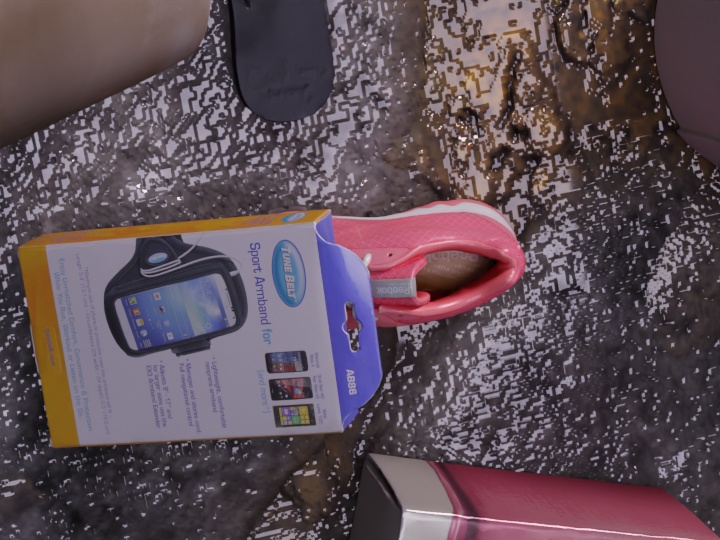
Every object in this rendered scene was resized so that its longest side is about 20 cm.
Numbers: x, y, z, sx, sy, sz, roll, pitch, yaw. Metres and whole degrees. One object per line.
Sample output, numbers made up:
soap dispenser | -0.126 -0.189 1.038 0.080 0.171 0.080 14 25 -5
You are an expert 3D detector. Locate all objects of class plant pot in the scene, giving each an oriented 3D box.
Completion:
plant pot | -0.178 -0.155 0.940 0.173 0.200 0.201 -14 104 -25

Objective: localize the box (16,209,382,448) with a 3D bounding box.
box | -0.085 0.033 1.018 0.199 0.041 0.120 -4 103 13

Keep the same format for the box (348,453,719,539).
box | 0.096 0.193 1.089 0.199 0.109 0.129 7 99 -13

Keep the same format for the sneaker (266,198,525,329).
sneaker | 0.000 0.000 1.044 0.199 0.087 0.074 -11 102 -9

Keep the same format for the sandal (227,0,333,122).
sandal | -0.053 -0.182 1.021 0.076 0.043 0.201 -18 104 -8

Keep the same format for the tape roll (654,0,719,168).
tape roll | 0.285 -0.134 1.049 0.202 0.139 0.204 -2 101 -12
